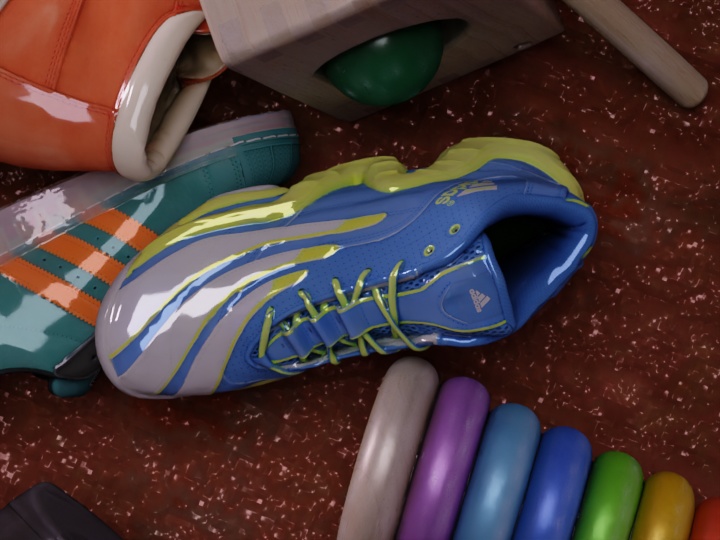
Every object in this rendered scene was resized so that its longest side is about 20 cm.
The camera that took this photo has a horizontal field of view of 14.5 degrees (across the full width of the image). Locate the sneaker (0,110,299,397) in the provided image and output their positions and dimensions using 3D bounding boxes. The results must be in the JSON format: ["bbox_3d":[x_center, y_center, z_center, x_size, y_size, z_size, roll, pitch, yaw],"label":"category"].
[{"bbox_3d":[-0.107,0.003,1.124,0.199,0.071,0.080,-25,95,-7],"label":"sneaker"}]

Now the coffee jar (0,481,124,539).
[{"bbox_3d":[-0.154,0.179,1.071,0.104,0.085,0.200,43,83,12],"label":"coffee jar"}]

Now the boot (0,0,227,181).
[{"bbox_3d":[-0.084,-0.115,1.117,0.107,0.075,0.200,12,57,21],"label":"boot"}]

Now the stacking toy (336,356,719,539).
[{"bbox_3d":[0.096,0.099,1.074,0.199,0.085,0.086,16,78,4],"label":"stacking toy"}]

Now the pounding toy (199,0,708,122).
[{"bbox_3d":[0.021,-0.142,1.092,0.142,0.184,0.201,-22,79,14],"label":"pounding toy"}]

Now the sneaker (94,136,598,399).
[{"bbox_3d":[0.000,0.000,1.068,0.199,0.105,0.076,-23,106,-14],"label":"sneaker"}]
